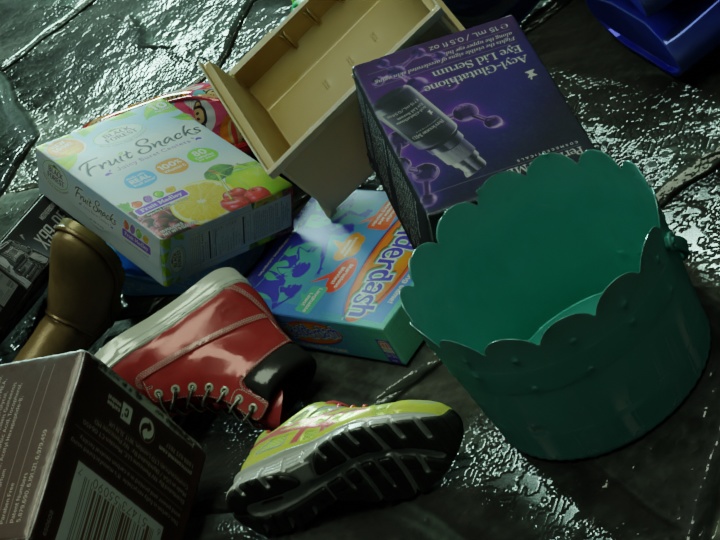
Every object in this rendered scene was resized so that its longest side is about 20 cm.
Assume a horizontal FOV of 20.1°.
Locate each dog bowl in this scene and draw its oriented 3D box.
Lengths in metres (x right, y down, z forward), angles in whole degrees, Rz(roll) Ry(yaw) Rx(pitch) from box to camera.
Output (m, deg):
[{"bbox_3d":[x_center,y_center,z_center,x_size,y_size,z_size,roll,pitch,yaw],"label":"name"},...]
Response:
[{"bbox_3d":[-0.170,-0.027,1.900,0.199,0.050,0.112,-3,44,39],"label":"dog bowl"}]

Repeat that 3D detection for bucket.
[{"bbox_3d":[0.147,0.026,1.463,0.206,0.135,0.208,-23,35,17],"label":"bucket"}]

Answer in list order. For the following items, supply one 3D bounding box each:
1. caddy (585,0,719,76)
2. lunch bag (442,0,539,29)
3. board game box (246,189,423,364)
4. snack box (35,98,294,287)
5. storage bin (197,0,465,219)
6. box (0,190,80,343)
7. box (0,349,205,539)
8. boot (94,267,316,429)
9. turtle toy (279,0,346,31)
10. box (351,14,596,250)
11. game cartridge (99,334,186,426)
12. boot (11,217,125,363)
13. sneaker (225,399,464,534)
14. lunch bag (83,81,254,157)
[{"bbox_3d":[0.255,-0.257,1.730,0.105,0.142,0.200,-40,33,-3],"label":"caddy"},{"bbox_3d":[0.127,-0.326,1.941,0.136,0.133,0.200,32,71,34],"label":"lunch bag"},{"bbox_3d":[0.000,0.000,1.714,0.199,0.045,0.152,6,50,45],"label":"board game box"},{"bbox_3d":[-0.173,-0.072,1.785,0.142,0.053,0.200,-24,40,-32],"label":"snack box"},{"bbox_3d":[-0.019,-0.186,1.771,0.200,0.094,0.199,-44,45,10],"label":"storage bin"},{"bbox_3d":[-0.319,0.005,1.887,0.200,0.050,0.158,-49,5,47],"label":"box"},{"bbox_3d":[-0.258,0.182,1.574,0.199,0.166,0.165,-10,52,32],"label":"box"},{"bbox_3d":[-0.139,0.106,1.655,0.200,0.073,0.144,-38,59,-8],"label":"boot"},{"bbox_3d":[0.005,-0.220,1.913,0.199,0.146,0.102,4,58,44],"label":"turtle toy"},{"bbox_3d":[0.095,-0.090,1.623,0.147,0.105,0.201,-19,45,-8],"label":"box"},{"bbox_3d":[-0.207,0.127,1.750,0.129,0.038,0.201,-7,41,30],"label":"game cartridge"},{"bbox_3d":[-0.280,0.075,1.767,0.066,0.176,0.201,25,63,17],"label":"boot"},{"bbox_3d":[-0.012,0.127,1.531,0.199,0.078,0.091,-18,33,25],"label":"sneaker"},{"bbox_3d":[-0.151,-0.146,1.979,0.199,0.082,0.176,-10,13,34],"label":"lunch bag"}]
